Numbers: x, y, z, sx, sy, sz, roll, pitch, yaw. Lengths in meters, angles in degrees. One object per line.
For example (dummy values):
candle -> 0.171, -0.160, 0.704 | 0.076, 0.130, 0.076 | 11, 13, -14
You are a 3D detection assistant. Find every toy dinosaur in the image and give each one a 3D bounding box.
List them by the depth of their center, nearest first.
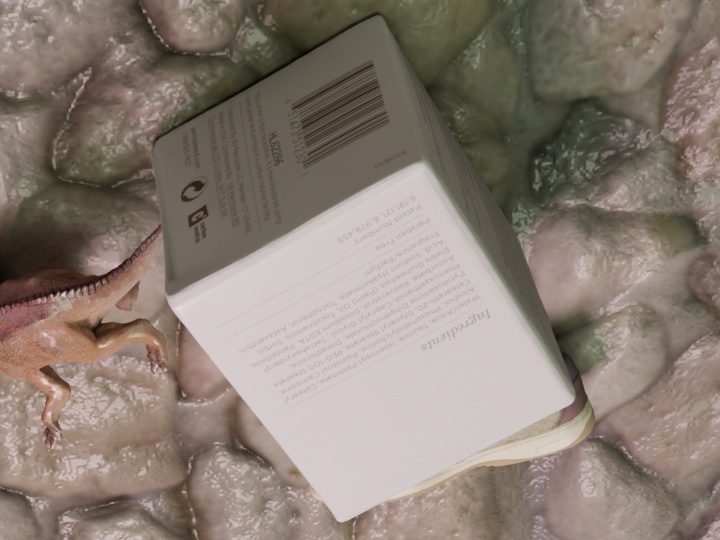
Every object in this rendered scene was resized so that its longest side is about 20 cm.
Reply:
toy dinosaur -> -0.200, 0.030, 1.112 | 0.199, 0.087, 0.135 | -30, 143, 33

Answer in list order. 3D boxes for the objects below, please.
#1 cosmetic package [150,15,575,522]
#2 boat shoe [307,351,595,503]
cosmetic package -> 0.000, 0.000, 1.099 | 0.165, 0.168, 0.201 | -28, 124, 10
boat shoe -> 0.055, 0.101, 1.247 | 0.198, 0.072, 0.065 | -15, 115, 4
